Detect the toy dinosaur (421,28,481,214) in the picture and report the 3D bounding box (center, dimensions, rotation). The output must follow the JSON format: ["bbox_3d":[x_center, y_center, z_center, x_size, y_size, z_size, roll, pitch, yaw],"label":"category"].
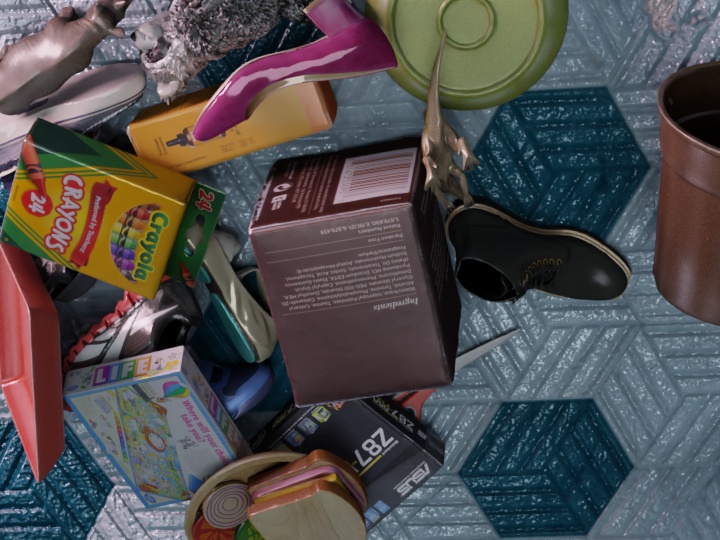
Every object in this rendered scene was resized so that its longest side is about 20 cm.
[{"bbox_3d":[0.075,-0.123,1.608,0.058,0.102,0.201,-14,136,-5],"label":"toy dinosaur"}]

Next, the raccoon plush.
[{"bbox_3d":[-0.119,-0.217,1.604,0.198,0.097,0.135,17,123,-5],"label":"raccoon plush"}]

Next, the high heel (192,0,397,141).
[{"bbox_3d":[-0.063,-0.168,1.564,0.200,0.067,0.096,-41,91,3],"label":"high heel"}]

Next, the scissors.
[{"bbox_3d":[0.079,0.107,1.782,0.073,0.014,0.200,41,113,-12],"label":"scissors"}]

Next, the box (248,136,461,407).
[{"bbox_3d":[0.000,0.000,1.650,0.162,0.166,0.202,-9,115,11],"label":"box"}]

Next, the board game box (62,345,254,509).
[{"bbox_3d":[-0.204,0.166,1.731,0.133,0.034,0.201,-12,134,16],"label":"board game box"}]

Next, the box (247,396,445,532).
[{"bbox_3d":[-0.031,0.210,1.815,0.161,0.049,0.200,39,117,-16],"label":"box"}]

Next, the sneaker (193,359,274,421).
[{"bbox_3d":[-0.190,0.127,1.779,0.198,0.074,0.083,-15,112,10],"label":"sneaker"}]

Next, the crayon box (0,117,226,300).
[{"bbox_3d":[-0.244,-0.054,1.634,0.198,0.051,0.128,20,124,-3],"label":"crayon box"}]

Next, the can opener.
[{"bbox_3d":[-0.274,-0.049,1.721,0.067,0.054,0.200,19,120,-41],"label":"can opener"}]

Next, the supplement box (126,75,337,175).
[{"bbox_3d":[-0.126,-0.151,1.646,0.198,0.069,0.067,-17,112,10],"label":"supplement box"}]

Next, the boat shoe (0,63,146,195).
[{"bbox_3d":[-0.287,-0.134,1.667,0.198,0.075,0.093,-16,120,20],"label":"boat shoe"}]

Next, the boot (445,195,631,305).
[{"bbox_3d":[0.176,0.009,1.660,0.198,0.139,0.078,17,116,-5],"label":"boot"}]

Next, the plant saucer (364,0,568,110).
[{"bbox_3d":[0.102,-0.244,1.605,0.198,0.031,0.202,2,116,3],"label":"plant saucer"}]

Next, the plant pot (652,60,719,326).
[{"bbox_3d":[0.368,-0.067,1.594,0.198,0.201,0.200,5,124,2],"label":"plant pot"}]

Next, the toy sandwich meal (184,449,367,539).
[{"bbox_3d":[-0.086,0.269,1.759,0.203,0.071,0.207,-8,131,-9],"label":"toy sandwich meal"}]

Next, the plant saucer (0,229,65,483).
[{"bbox_3d":[-0.339,0.081,1.710,0.036,0.200,0.202,-7,119,-20],"label":"plant saucer"}]

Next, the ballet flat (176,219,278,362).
[{"bbox_3d":[-0.140,0.003,1.727,0.069,0.070,0.201,-24,114,15],"label":"ballet flat"}]

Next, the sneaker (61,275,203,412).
[{"bbox_3d":[-0.239,0.084,1.730,0.200,0.071,0.098,-46,69,9],"label":"sneaker"}]

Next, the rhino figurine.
[{"bbox_3d":[-0.288,-0.216,1.612,0.199,0.088,0.060,-31,111,17],"label":"rhino figurine"}]
